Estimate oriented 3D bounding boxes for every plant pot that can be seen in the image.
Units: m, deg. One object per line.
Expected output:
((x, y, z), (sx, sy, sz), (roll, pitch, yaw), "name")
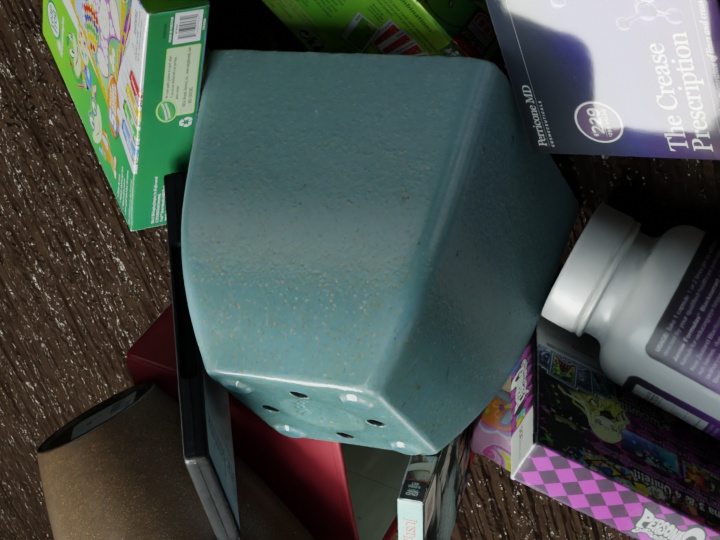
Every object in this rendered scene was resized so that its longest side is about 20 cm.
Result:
((0.000, 0.000, 1.020), (0.196, 0.200, 0.196), (6, 158, 26), "plant pot")
((-0.133, 0.185, 1.140), (0.187, 0.187, 0.200), (-20, 102, 47), "plant pot")

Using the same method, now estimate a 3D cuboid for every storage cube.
((-0.042, 0.088, 1.229), (0.180, 0.171, 0.200), (16, 139, 25), "storage cube")

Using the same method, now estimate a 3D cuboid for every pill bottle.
((0.220, 0.040, 1.029), (0.200, 0.111, 0.111), (29, 142, 8), "pill bottle")

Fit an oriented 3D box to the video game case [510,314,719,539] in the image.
((0.188, 0.112, 1.048), (0.200, 0.181, 0.036), (27, 117, -10), "video game case")

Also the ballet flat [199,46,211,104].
((-0.080, -0.081, 1.156), (0.067, 0.067, 0.200), (-16, 95, 4), "ballet flat")

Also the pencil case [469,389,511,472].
((0.180, 0.134, 1.184), (0.200, 0.087, 0.088), (24, 141, 14), "pencil case")

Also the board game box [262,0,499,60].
((-0.013, -0.189, 1.016), (0.200, 0.048, 0.102), (46, 141, -14), "board game box")

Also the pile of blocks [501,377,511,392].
((0.157, 0.108, 1.128), (0.200, 0.082, 0.062), (51, 124, 30), "pile of blocks")

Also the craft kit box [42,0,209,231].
((-0.158, -0.163, 1.067), (0.200, 0.048, 0.198), (104, 148, -50), "craft kit box")

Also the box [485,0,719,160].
((0.144, -0.162, 0.904), (0.141, 0.079, 0.200), (7, 134, 35), "box")

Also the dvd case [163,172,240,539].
((-0.101, 0.057, 1.056), (0.018, 0.200, 0.143), (-7, 151, 0), "dvd case")

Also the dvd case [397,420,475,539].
((0.061, 0.129, 1.170), (0.022, 0.200, 0.146), (9, 137, 11), "dvd case")
